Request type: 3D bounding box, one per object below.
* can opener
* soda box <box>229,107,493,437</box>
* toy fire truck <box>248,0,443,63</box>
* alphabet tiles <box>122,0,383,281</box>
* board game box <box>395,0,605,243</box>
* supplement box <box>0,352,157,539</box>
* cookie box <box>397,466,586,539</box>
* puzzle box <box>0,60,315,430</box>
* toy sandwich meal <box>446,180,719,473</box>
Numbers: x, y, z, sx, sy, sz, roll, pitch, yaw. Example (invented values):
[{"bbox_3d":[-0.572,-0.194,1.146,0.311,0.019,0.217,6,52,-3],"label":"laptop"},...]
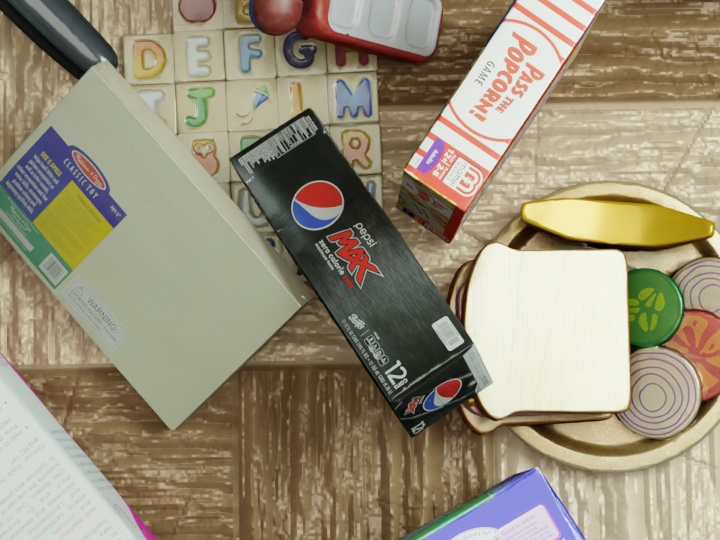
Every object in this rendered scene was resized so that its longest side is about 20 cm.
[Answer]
[{"bbox_3d":[-0.229,-0.193,1.518,0.079,0.063,0.200,-43,86,-4],"label":"can opener"},{"bbox_3d":[0.000,0.000,1.459,0.063,0.071,0.201,-33,63,-1],"label":"soda box"},{"bbox_3d":[-0.012,-0.222,1.464,0.112,0.199,0.169,7,90,42],"label":"toy fire truck"},{"bbox_3d":[-0.069,-0.091,1.538,0.165,0.006,0.202,-3,85,0],"label":"alphabet tiles"},{"bbox_3d":[0.082,-0.099,1.442,0.046,0.200,0.152,34,87,2],"label":"board game box"},{"bbox_3d":[-0.224,0.131,1.472,0.103,0.101,0.200,-42,86,-3],"label":"supplement box"},{"bbox_3d":[0.047,0.191,1.418,0.170,0.200,0.076,-31,85,-3],"label":"cookie box"},{"bbox_3d":[-0.138,-0.015,1.492,0.200,0.025,0.133,49,118,3],"label":"puzzle box"},{"bbox_3d":[0.152,0.033,1.495,0.203,0.070,0.207,0,85,0],"label":"toy sandwich meal"}]
